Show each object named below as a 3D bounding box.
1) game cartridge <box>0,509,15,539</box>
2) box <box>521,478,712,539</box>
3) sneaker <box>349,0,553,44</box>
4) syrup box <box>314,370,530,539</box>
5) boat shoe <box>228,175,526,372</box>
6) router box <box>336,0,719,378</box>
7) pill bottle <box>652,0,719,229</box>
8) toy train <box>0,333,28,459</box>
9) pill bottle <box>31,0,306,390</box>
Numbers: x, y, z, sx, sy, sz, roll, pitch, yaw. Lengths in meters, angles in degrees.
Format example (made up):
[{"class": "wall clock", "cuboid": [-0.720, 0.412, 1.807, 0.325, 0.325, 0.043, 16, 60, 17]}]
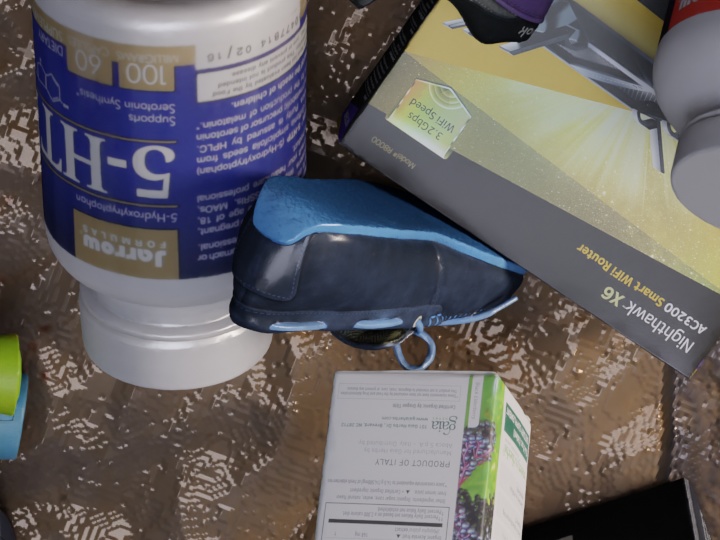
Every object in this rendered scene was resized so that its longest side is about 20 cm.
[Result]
[{"class": "game cartridge", "cuboid": [-0.246, 0.118, 1.217, 0.133, 0.200, 0.041, -9, 72, 3]}, {"class": "box", "cuboid": [0.101, 0.235, 1.275, 0.196, 0.117, 0.200, -18, 108, 10]}, {"class": "sneaker", "cuboid": [-0.006, -0.160, 1.112, 0.200, 0.076, 0.088, 26, 106, 7]}, {"class": "syrup box", "cuboid": [0.023, 0.151, 1.168, 0.081, 0.079, 0.200, 0, 70, 17]}, {"class": "boat shoe", "cuboid": [0.000, 0.000, 1.165, 0.084, 0.200, 0.069, 35, 104, 35]}, {"class": "router box", "cuboid": [0.113, -0.071, 1.185, 0.200, 0.052, 0.157, 33, 102, -10]}, {"class": "pill bottle", "cuboid": [0.187, -0.117, 1.091, 0.112, 0.200, 0.112, 14, 155, 7]}, {"class": "toy train", "cuboid": [-0.206, 0.044, 1.186, 0.116, 0.200, 0.085, 3, 71, -10]}, {"class": "pill bottle", "cuboid": [-0.084, -0.053, 1.165, 0.119, 0.120, 0.200, 1, 123, 1]}]
